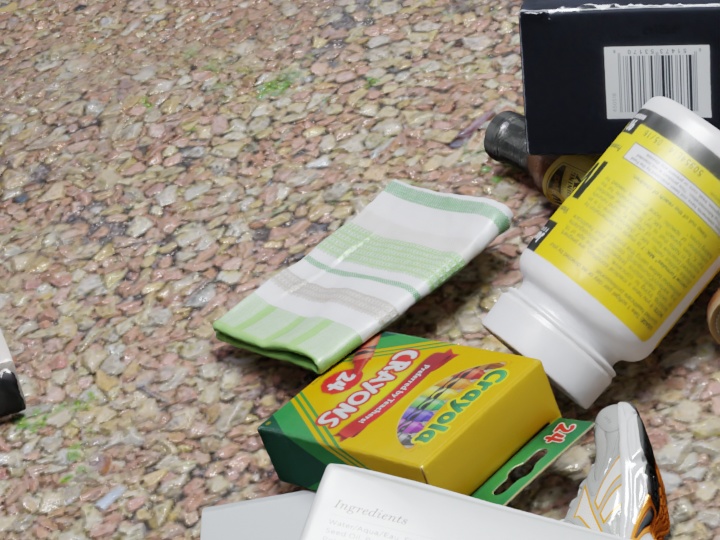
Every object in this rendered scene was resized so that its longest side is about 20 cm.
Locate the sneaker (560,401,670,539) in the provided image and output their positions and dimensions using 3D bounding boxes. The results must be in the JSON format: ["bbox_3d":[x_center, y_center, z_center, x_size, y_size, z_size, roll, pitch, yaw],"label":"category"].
[{"bbox_3d":[0.148,0.166,1.355,0.092,0.076,0.200,-12,40,14],"label":"sneaker"}]

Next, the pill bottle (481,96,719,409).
[{"bbox_3d":[0.182,-0.010,1.461,0.200,0.114,0.114,-50,46,-1],"label":"pill bottle"}]

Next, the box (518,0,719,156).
[{"bbox_3d":[0.231,-0.171,1.593,0.196,0.118,0.200,1,23,13],"label":"box"}]

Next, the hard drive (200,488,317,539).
[{"bbox_3d":[-0.010,0.197,1.413,0.200,0.026,0.132,-10,42,9],"label":"hard drive"}]

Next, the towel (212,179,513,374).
[{"bbox_3d":[0.000,0.000,1.577,0.200,0.031,0.149,-37,26,-26],"label":"towel"}]

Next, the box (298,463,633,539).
[{"bbox_3d":[0.054,0.235,1.185,0.200,0.199,0.131,13,49,9],"label":"box"}]

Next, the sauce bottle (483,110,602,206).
[{"bbox_3d":[0.176,-0.070,1.603,0.065,0.065,0.200,-40,44,-22],"label":"sauce bottle"}]

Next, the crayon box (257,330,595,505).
[{"bbox_3d":[0.042,0.104,1.427,0.200,0.051,0.127,8,38,47],"label":"crayon box"}]

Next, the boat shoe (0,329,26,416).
[{"bbox_3d":[-0.331,0.046,1.655,0.093,0.075,0.200,-19,41,-12],"label":"boat shoe"}]

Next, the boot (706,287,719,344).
[{"bbox_3d":[0.301,-0.028,1.513,0.200,0.074,0.155,-26,37,-13],"label":"boot"}]
